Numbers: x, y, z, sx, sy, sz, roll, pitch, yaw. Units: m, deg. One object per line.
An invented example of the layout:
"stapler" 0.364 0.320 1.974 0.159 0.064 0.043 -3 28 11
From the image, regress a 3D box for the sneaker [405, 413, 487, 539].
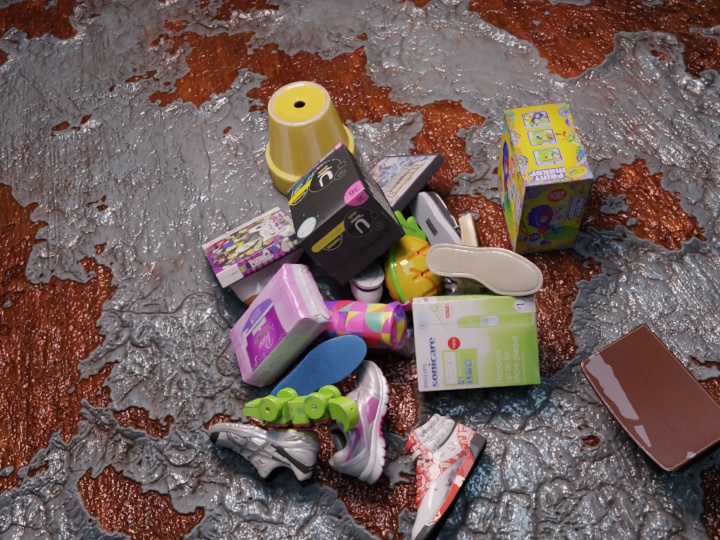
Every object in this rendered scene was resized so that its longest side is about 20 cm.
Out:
"sneaker" 0.105 0.319 0.965 0.107 0.068 0.202 26 60 23

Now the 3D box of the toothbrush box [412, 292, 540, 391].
"toothbrush box" 0.189 0.115 1.038 0.197 0.086 0.148 -3 93 6

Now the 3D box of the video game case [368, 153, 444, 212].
"video game case" 0.049 -0.166 1.266 0.180 0.026 0.200 9 52 51

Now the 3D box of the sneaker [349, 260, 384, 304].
"sneaker" 0.000 0.000 1.189 0.075 0.081 0.201 -6 36 -3

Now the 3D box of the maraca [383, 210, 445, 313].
"maraca" 0.096 -0.013 1.146 0.106 0.136 0.202 -23 65 34

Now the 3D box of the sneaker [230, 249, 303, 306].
"sneaker" -0.158 0.003 1.221 0.200 0.073 0.085 -39 94 -27

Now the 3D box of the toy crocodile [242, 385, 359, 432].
"toy crocodile" -0.095 0.220 0.979 0.198 0.067 0.063 -7 90 21

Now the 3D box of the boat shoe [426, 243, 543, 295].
"boat shoe" 0.209 -0.005 1.032 0.198 0.059 0.073 12 97 29

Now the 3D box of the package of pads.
"package of pads" -0.140 0.096 1.075 0.200 0.075 0.121 -47 51 30

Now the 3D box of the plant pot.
"plant pot" -0.113 -0.284 1.320 0.198 0.190 0.203 -3 55 5

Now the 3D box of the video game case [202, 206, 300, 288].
"video game case" -0.209 -0.050 1.210 0.180 0.036 0.200 -29 26 -10

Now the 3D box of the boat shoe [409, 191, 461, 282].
"boat shoe" 0.169 -0.069 1.213 0.068 0.074 0.200 -14 61 -37

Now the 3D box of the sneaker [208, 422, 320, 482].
"sneaker" -0.164 0.295 1.010 0.198 0.076 0.089 1 77 21

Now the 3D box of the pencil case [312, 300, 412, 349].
"pencil case" -0.010 0.093 1.091 0.198 0.089 0.089 0 55 27

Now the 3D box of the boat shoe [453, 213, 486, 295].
"boat shoe" 0.186 0.001 1.116 0.068 0.074 0.203 -5 94 17

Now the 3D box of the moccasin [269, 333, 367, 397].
"moccasin" -0.074 0.167 1.053 0.199 0.068 0.081 -32 85 9

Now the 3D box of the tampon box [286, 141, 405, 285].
"tampon box" -0.033 -0.106 1.124 0.150 0.126 0.201 -39 33 12

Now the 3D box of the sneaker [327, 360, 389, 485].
"sneaker" -0.007 0.237 1.008 0.087 0.082 0.202 12 55 -13

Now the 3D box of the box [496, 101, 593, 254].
"box" 0.341 -0.171 1.179 0.120 0.201 0.194 -6 55 3

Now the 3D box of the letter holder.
"letter holder" 0.446 0.213 0.972 0.141 0.101 0.201 -28 57 -9
